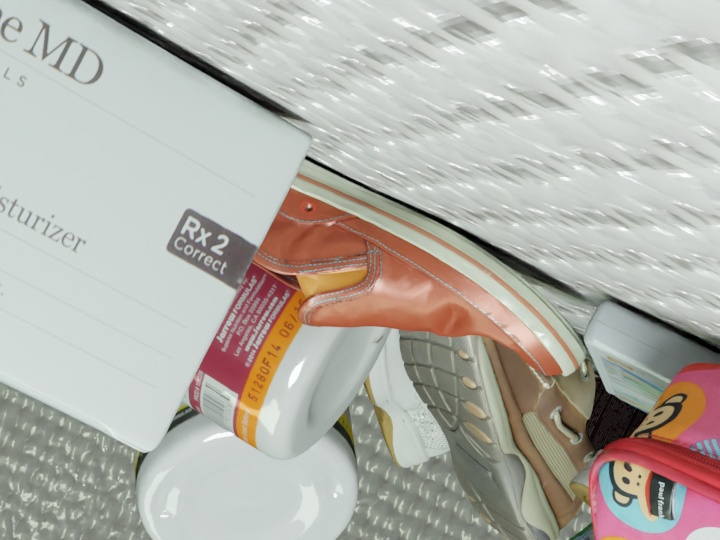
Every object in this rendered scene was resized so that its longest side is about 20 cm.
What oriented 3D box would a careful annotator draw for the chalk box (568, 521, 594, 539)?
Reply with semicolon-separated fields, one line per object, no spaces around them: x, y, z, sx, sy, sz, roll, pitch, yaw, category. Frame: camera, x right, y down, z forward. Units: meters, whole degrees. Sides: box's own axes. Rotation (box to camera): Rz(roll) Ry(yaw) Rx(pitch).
0.144;0.220;1.172;0.124;0.125;0.200;54;174;-4;chalk box

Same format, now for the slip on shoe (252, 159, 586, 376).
0.000;0.000;0.854;0.199;0.061;0.074;25;174;11;slip on shoe

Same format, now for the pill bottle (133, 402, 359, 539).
-0.065;0.049;1.072;0.111;0.111;0.201;29;-148;-29;pill bottle

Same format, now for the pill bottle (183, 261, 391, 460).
-0.088;-0.007;0.951;0.199;0.110;0.110;31;178;14;pill bottle

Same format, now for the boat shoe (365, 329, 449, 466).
0.034;0.040;1.080;0.069;0.071;0.200;-14;154;4;boat shoe

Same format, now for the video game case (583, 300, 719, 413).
0.182;0.073;0.862;0.182;0.022;0.200;27;177;12;video game case

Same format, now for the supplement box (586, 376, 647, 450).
0.176;0.109;1.116;0.108;0.061;0.200;28;176;-5;supplement box

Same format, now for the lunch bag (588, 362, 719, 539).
0.176;0.140;0.741;0.176;0.082;0.201;20;137;39;lunch bag

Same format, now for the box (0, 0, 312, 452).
-0.159;-0.048;0.768;0.198;0.131;0.200;29;175;-27;box

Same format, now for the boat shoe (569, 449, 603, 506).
0.198;0.117;0.984;0.199;0.070;0.071;22;176;-8;boat shoe

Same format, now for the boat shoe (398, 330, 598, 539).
0.074;0.059;1.006;0.076;0.072;0.200;41;162;37;boat shoe
